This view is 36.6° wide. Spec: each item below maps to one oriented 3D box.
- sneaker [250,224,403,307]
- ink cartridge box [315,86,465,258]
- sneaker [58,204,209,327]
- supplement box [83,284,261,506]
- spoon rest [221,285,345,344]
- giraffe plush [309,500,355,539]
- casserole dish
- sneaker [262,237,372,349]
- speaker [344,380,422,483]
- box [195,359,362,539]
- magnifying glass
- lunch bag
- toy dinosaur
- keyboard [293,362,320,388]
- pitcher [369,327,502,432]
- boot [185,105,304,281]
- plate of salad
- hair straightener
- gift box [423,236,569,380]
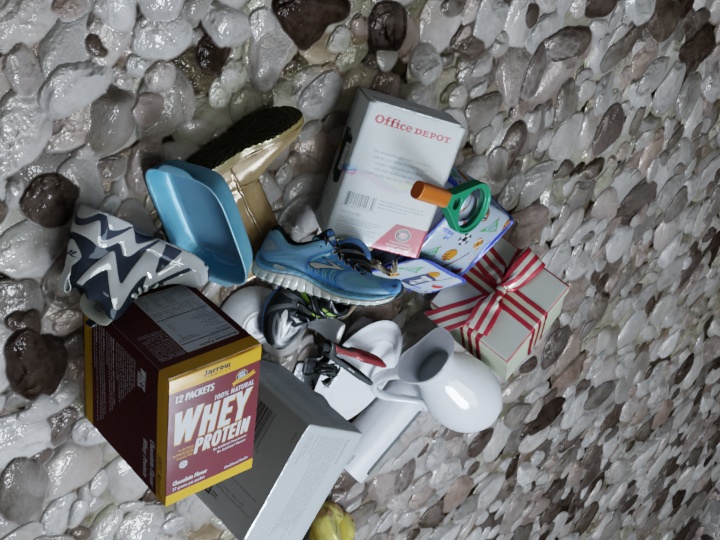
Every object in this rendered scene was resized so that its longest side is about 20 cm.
[{"bbox_3d":[-0.038,-0.007,1.406,0.078,0.199,0.090,-46,152,-89],"label":"sneaker"},{"bbox_3d":[0.039,-0.135,1.508,0.145,0.083,0.201,14,109,-18],"label":"ink cartridge box"},{"bbox_3d":[-0.279,0.016,1.310,0.199,0.079,0.130,30,82,-52],"label":"sneaker"},{"bbox_3d":[-0.240,0.142,1.367,0.132,0.200,0.198,-19,130,-37],"label":"supplement box"},{"bbox_3d":[-0.121,0.074,1.574,0.199,0.061,0.100,11,109,-36],"label":"spoon rest"},{"bbox_3d":[-0.081,0.518,1.876,0.162,0.201,0.173,-26,147,10],"label":"giraffe plush"},{"bbox_3d":[-0.192,-0.063,1.340,0.039,0.121,0.201,-52,146,-33],"label":"casserole dish"},{"bbox_3d":[-0.061,0.039,1.490,0.200,0.083,0.071,-42,132,18],"label":"sneaker"},{"bbox_3d":[0.035,0.260,1.850,0.200,0.081,0.081,-49,142,-9],"label":"speaker"},{"bbox_3d":[-0.139,0.257,1.561,0.130,0.199,0.201,20,102,-51],"label":"box"},{"bbox_3d":[0.125,-0.096,1.506,0.200,0.022,0.080,9,109,-59],"label":"magnifying glass"},{"bbox_3d":[0.110,-0.052,1.668,0.200,0.124,0.170,-46,145,16],"label":"lunch bag"},{"bbox_3d":[0.000,0.000,1.602,0.058,0.101,0.201,-55,148,-32],"label":"toy dinosaur"},{"bbox_3d":[-0.113,0.234,1.728,0.056,0.011,0.201,3,115,-48],"label":"keyboard"},{"bbox_3d":[0.127,0.193,1.775,0.171,0.122,0.200,-25,137,23],"label":"pitcher"},{"bbox_3d":[-0.131,-0.099,1.420,0.175,0.066,0.200,-30,137,-11],"label":"boot"},{"bbox_3d":[-0.010,0.161,1.747,0.200,0.048,0.201,-34,144,-29],"label":"plate of salad"},{"bbox_3d":[-0.030,0.149,1.620,0.077,0.041,0.200,-55,154,6],"label":"hair straightener"},{"bbox_3d":[0.213,0.055,1.795,0.185,0.200,0.187,-54,166,-11],"label":"gift box"}]
